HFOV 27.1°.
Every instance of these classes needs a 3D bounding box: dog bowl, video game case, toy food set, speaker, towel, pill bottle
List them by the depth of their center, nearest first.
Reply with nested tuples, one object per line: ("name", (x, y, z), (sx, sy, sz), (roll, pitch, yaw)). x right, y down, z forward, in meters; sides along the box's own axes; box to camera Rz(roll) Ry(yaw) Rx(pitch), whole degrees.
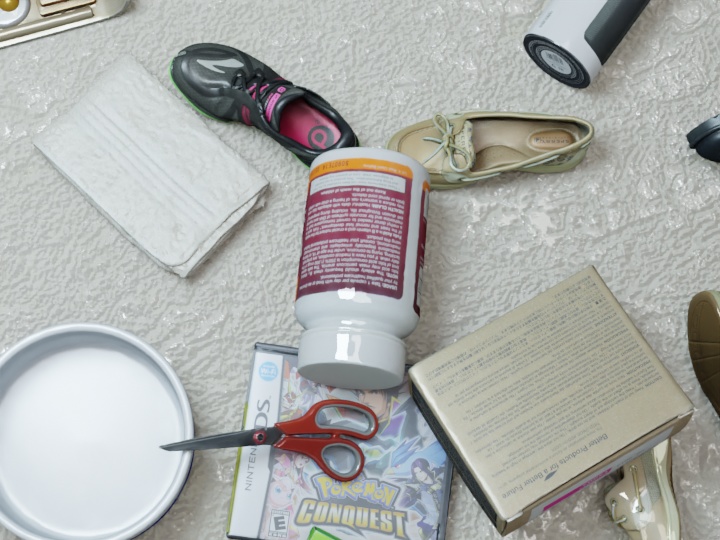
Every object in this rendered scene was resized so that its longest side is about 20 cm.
("dog bowl", (-0.247, 0.151, 1.338), (0.199, 0.079, 0.201), (1, 79, -4))
("pill bottle", (0.000, 0.000, 1.354), (0.114, 0.114, 0.201), (7, 71, -3))
("video game case", (-0.013, 0.169, 1.378), (0.199, 0.026, 0.181), (8, 79, -2))
("towel", (-0.195, -0.098, 1.411), (0.200, 0.034, 0.133), (44, 78, 5))
("toy food set", (-0.331, -0.296, 1.424), (0.199, 0.060, 0.144), (-16, 81, -6))
("speaker", (0.245, -0.278, 1.451), (0.081, 0.081, 0.200), (37, 79, 3))

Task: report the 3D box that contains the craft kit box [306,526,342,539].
("craft kit box", (0.002, 0.360, 1.324), (0.200, 0.049, 0.198), (27, 82, -1))

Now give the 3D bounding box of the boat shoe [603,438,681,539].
("boat shoe", (0.254, 0.210, 1.369), (0.065, 0.072, 0.201), (-1, 74, 1))

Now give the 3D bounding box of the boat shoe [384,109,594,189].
("boat shoe", (0.121, -0.123, 1.421), (0.199, 0.063, 0.074), (-9, 81, -5))

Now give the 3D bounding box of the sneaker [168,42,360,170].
("sneaker", (-0.085, -0.161, 1.403), (0.200, 0.084, 0.077), (27, 77, 1))

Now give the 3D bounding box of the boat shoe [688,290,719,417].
("boat shoe", (0.364, 0.109, 1.391), (0.063, 0.073, 0.201), (-20, 92, -19))

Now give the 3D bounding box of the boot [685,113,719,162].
("boot", (0.427, -0.081, 1.427), (0.200, 0.076, 0.169), (-11, 77, -12))

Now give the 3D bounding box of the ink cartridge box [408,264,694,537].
("ink cartridge box", (0.167, 0.116, 1.336), (0.200, 0.075, 0.165), (-28, 70, -10))

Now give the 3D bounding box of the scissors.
("scissors", (-0.079, 0.141, 1.331), (0.199, 0.014, 0.073), (12, 86, -20))
